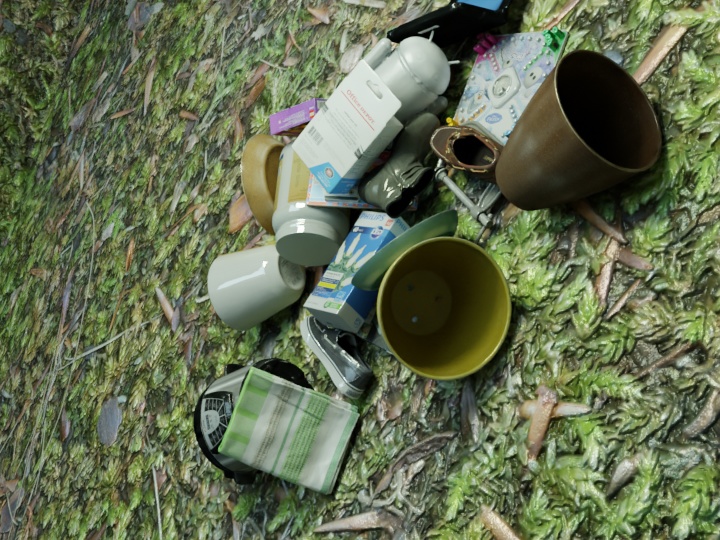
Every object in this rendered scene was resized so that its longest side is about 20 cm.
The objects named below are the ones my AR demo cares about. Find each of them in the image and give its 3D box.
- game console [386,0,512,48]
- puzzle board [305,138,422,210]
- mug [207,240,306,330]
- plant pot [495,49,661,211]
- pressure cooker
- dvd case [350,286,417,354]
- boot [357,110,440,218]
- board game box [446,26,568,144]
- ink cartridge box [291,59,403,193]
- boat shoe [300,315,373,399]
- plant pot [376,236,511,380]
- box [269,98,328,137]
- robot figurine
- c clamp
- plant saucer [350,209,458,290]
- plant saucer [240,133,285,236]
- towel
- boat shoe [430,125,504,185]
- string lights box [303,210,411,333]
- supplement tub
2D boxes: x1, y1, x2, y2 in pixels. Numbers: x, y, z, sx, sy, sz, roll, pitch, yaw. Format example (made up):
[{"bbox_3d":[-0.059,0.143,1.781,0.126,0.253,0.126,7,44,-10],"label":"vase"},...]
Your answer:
[{"bbox_3d":[0.164,-0.462,1.774,0.199,0.174,0.119,-8,81,53],"label":"game console"},{"bbox_3d":[0.009,-0.180,1.802,0.196,0.017,0.153,3,66,11],"label":"puzzle board"},{"bbox_3d":[-0.185,0.004,1.940,0.152,0.149,0.190,-20,60,34],"label":"mug"},{"bbox_3d":[0.284,-0.171,1.438,0.200,0.184,0.190,-42,39,50],"label":"plant pot"},{"bbox_3d":[-0.187,0.257,1.758,0.199,0.179,0.177,-24,22,42],"label":"pressure cooker"},{"bbox_3d":[0.044,0.054,1.715,0.199,0.022,0.148,20,85,56],"label":"dvd case"},{"bbox_3d":[0.091,-0.172,1.709,0.201,0.068,0.130,-51,31,-7],"label":"boot"},{"bbox_3d":[0.232,-0.304,1.690,0.199,0.026,0.203,12,79,54],"label":"board game box"},{"bbox_3d":[-0.010,-0.241,1.728,0.200,0.068,0.116,-47,71,24],"label":"ink cartridge box"},{"bbox_3d":[-0.037,0.128,1.729,0.068,0.071,0.200,-55,39,15],"label":"boat shoe"},{"bbox_3d":[0.108,0.052,1.519,0.203,0.198,0.142,-65,11,-3],"label":"plant pot"},{"bbox_3d":[-0.049,-0.275,1.885,0.136,0.198,0.040,-10,85,49],"label":"box"},{"bbox_3d":[0.075,-0.324,1.779,0.199,0.169,0.114,-38,29,24],"label":"robot figurine"},{"bbox_3d":[0.172,-0.142,1.644,0.172,0.027,0.201,-54,41,22],"label":"c clamp"},{"bbox_3d":[0.075,-0.024,1.591,0.200,0.199,0.028,-41,77,29],"label":"plant saucer"},{"bbox_3d":[-0.156,-0.166,1.963,0.035,0.200,0.203,-12,58,28],"label":"plant saucer"},{"bbox_3d":[-0.111,0.257,1.639,0.151,0.197,0.031,-69,15,-9],"label":"towel"},{"bbox_3d":[0.169,-0.189,1.602,0.199,0.070,0.071,31,96,51],"label":"boat shoe"},{"bbox_3d":[0.000,0.000,1.716,0.102,0.059,0.202,8,62,52],"label":"string lights box"},{"bbox_3d":[-0.087,-0.126,1.885,0.144,0.144,0.203,-23,52,42],"label":"supplement tub"}]
